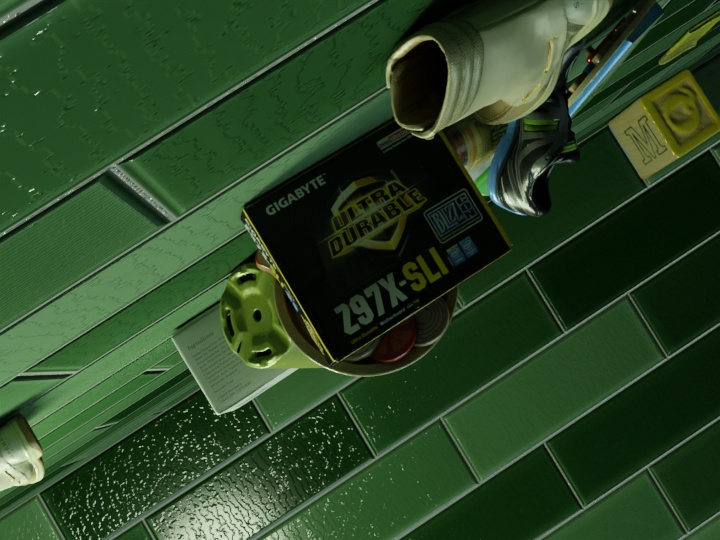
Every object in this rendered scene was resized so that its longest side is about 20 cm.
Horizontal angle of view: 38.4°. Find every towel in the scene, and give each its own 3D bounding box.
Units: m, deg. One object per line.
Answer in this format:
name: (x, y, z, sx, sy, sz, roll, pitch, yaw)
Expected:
towel: (0.626, -0.438, 1.952, 0.085, 0.018, 0.200, -34, 176, -1)

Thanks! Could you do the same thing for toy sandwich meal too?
toy sandwich meal: (0.000, 0.000, 0.998, 0.203, 0.206, 0.070, -31, 160, -9)

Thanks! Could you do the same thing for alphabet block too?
alphabet block: (0.844, -0.404, 2.870, 0.194, 0.198, 0.200, -33, 177, -17)

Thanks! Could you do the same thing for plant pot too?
plant pot: (-0.067, 0.045, 1.268, 0.199, 0.203, 0.188, -35, 163, 38)

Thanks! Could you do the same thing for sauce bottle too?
sauce bottle: (0.137, -0.159, 1.095, 0.199, 0.066, 0.066, -35, 179, -37)

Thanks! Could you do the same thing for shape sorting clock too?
shape sorting clock: (0.266, -0.234, 1.155, 0.200, 0.039, 0.200, -48, 174, -6)

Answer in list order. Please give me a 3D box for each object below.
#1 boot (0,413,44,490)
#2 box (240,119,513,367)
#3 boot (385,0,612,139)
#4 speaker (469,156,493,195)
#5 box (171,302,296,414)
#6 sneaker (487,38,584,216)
boot: (-0.467, 0.252, 1.259, 0.154, 0.073, 0.200, -32, 171, -25)
box: (0.015, -0.033, 0.938, 0.198, 0.161, 0.049, -31, 176, -14)
boot: (0.083, -0.142, 0.761, 0.154, 0.073, 0.200, -32, 174, -21)
speaker: (0.183, -0.157, 1.333, 0.088, 0.089, 0.200, -31, 176, -14)
box: (-0.148, 0.099, 1.495, 0.198, 0.132, 0.199, -33, 176, -5)
sneaker: (0.187, -0.145, 1.019, 0.070, 0.082, 0.202, -27, 138, -47)
